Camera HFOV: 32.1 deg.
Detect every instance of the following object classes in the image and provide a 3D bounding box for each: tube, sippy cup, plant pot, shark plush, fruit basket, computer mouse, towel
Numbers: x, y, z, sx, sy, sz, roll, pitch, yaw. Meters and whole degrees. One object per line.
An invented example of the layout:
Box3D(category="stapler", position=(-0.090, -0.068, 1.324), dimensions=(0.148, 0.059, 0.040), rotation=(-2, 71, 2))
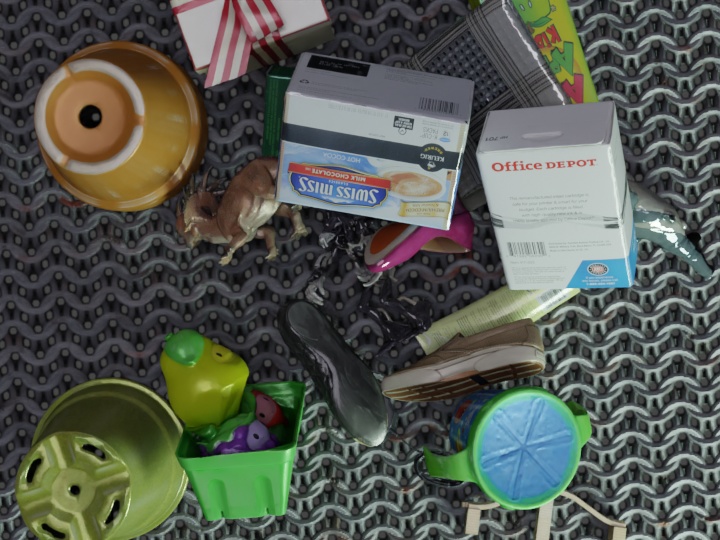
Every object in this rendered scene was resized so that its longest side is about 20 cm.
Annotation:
Box3D(category="tube", position=(0.165, 0.054, 1.494), dimensions=(0.199, 0.052, 0.058), rotation=(-33, 52, 7))
Box3D(category="sippy cup", position=(0.167, 0.194, 1.446), dimensions=(0.177, 0.130, 0.141), rotation=(23, 87, -16))
Box3D(category="plant pot", position=(-0.285, -0.169, 1.429), dimensions=(0.198, 0.183, 0.202), rotation=(0, 92, 2))
Box3D(category="shark plush", position=(0.334, -0.053, 1.492), dimensions=(0.199, 0.091, 0.084), rotation=(26, 113, -20))
Box3D(category="fruit basket", position=(-0.144, 0.158, 1.429), dimensions=(0.154, 0.216, 0.218), rotation=(-4, 92, 2))
Box3D(category="computer mouse", position=(0.046, 0.199, 1.509), dimensions=(0.199, 0.034, 0.059), rotation=(36, 83, -1))
Box3D(category="plant pot", position=(-0.310, 0.235, 1.446), dimensions=(0.198, 0.184, 0.202), rotation=(0, 92, 3))
Box3D(category="towel", position=(0.144, -0.188, 1.440), dimensions=(0.192, 0.034, 0.201), rotation=(-32, 88, 36))

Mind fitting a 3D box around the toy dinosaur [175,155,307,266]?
Box3D(category="toy dinosaur", position=(-0.134, -0.085, 1.461), dimensions=(0.200, 0.086, 0.136), rotation=(-38, 66, 4))

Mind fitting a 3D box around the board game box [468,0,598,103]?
Box3D(category="board game box", position=(0.203, -0.255, 1.465), dimensions=(0.101, 0.048, 0.202), rotation=(-20, 95, -7))

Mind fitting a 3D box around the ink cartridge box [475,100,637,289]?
Box3D(category="ink cartridge box", position=(0.221, -0.079, 1.386), dimensions=(0.145, 0.086, 0.201), rotation=(-2, 130, 21))

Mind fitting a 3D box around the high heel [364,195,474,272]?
Box3D(category="high heel", position=(0.075, -0.024, 1.425), dimensions=(0.067, 0.200, 0.097), rotation=(-7, 114, 41))

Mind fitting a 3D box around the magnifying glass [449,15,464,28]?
Box3D(category="magnifying glass", position=(0.143, -0.205, 1.494), dimensions=(0.079, 0.022, 0.202), rotation=(-5, 94, -2))

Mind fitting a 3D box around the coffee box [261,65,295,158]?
Box3D(category="coffee box", position=(-0.015, -0.166, 1.469), dimensions=(0.198, 0.044, 0.124), rotation=(7, 115, 4))

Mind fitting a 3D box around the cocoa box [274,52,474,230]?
Box3D(category="cocoa box", position=(0.016, -0.143, 1.376), dimensions=(0.198, 0.134, 0.132), rotation=(10, 119, 2))

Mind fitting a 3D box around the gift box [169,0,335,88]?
Box3D(category="gift box", position=(-0.141, -0.309, 1.418), dimensions=(0.199, 0.187, 0.186), rotation=(-25, 91, 2))

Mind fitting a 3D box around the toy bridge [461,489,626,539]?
Box3D(category="toy bridge", position=(0.220, 0.294, 1.509), dimensions=(0.198, 0.027, 0.068), rotation=(7, 90, 2))

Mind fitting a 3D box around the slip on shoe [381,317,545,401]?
Box3D(category="slip on shoe", position=(0.117, 0.105, 1.464), dimensions=(0.199, 0.076, 0.061), rotation=(-17, 62, 23))

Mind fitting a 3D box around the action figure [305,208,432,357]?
Box3D(category="action figure", position=(0.000, 0.000, 1.462), dimensions=(0.119, 0.102, 0.201), rotation=(-26, 100, 47))

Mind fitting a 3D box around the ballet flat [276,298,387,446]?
Box3D(category="ballet flat", position=(-0.030, 0.118, 1.476), dimensions=(0.066, 0.057, 0.201), rotation=(-33, 92, -16))
